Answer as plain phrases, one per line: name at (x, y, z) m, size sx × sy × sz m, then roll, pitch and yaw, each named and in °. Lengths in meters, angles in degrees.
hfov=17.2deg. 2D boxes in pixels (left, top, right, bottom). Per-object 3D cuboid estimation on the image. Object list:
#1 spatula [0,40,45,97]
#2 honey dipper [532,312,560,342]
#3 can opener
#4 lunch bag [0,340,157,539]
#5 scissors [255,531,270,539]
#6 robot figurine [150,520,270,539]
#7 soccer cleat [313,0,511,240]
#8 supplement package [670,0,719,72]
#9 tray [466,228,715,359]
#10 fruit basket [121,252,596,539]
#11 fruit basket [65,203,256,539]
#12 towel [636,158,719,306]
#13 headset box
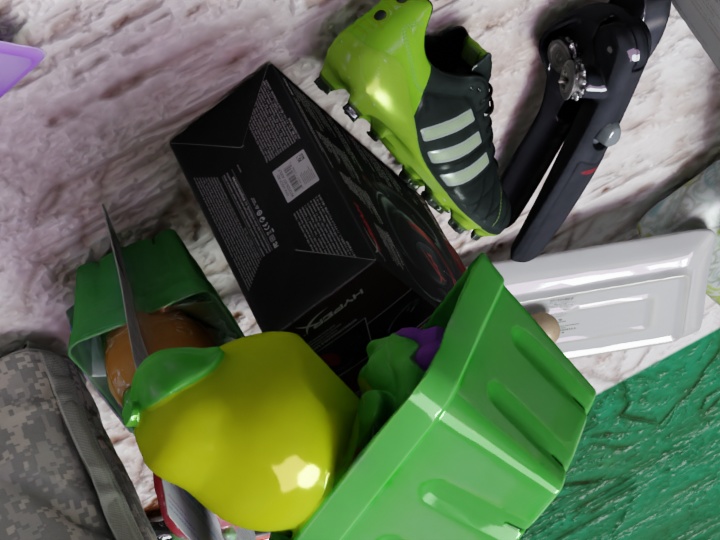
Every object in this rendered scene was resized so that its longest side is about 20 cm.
spatula at (-0.228, -0.048, 1.190) m, size 0.056 × 0.021 × 0.200 m, roll 8°, pitch 131°, yaw -43°
honey dipper at (0.042, 0.052, 1.412) m, size 0.200 × 0.038 × 0.038 m, roll -15°, pitch 144°, yaw -38°
can opener at (0.121, -0.077, 1.363) m, size 0.078 × 0.063 × 0.200 m, roll -6°, pitch 138°, yaw -30°
lunch bag at (-0.189, 0.161, 1.323) m, size 0.139 × 0.200 × 0.168 m, roll 14°, pitch 128°, yaw -45°
scissors at (-0.002, 0.119, 1.522) m, size 0.199 × 0.014 × 0.073 m, roll -15°, pitch 106°, yaw -11°
robot figurine at (-0.084, 0.205, 1.572) m, size 0.199 × 0.058 × 0.145 m, roll -20°, pitch 141°, yaw -13°
soccer cleat at (0.049, -0.082, 1.309) m, size 0.081 × 0.068 × 0.200 m, roll -45°, pitch 144°, yaw 0°
supplement package at (0.237, -0.198, 1.247) m, size 0.117 × 0.118 × 0.200 m, roll -20°, pitch 144°, yaw -12°
tray at (0.125, 0.029, 1.495) m, size 0.199 × 0.022 × 0.108 m, roll -9°, pitch 141°, yaw -6°
fruit basket at (-0.015, 0.084, 1.181) m, size 0.215 × 0.156 × 0.216 m, roll 8°, pitch 121°, yaw 14°
fruit basket at (-0.099, 0.089, 1.300) m, size 0.093 × 0.201 × 0.185 m, roll -17°, pitch 147°, yaw 9°
towel at (0.290, -0.038, 1.544) m, size 0.171 × 0.048 × 0.200 m, roll -40°, pitch 143°, yaw 13°
headset box at (0.000, 0.000, 1.299) m, size 0.075 × 0.149 × 0.200 m, roll -36°, pitch 145°, yaw 12°
